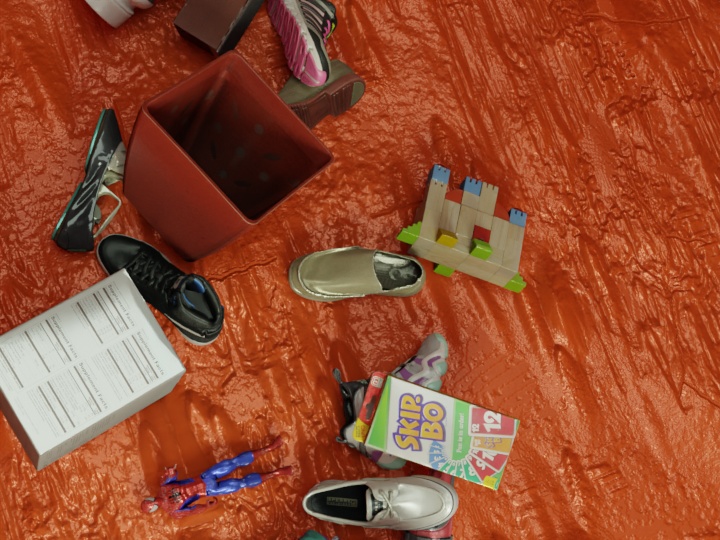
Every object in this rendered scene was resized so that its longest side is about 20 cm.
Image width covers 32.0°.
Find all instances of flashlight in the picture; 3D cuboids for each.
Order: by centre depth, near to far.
[{"bbox_3d":[0.098,0.276,1.657,0.068,0.068,0.201,6,94,-11],"label":"flashlight"}]

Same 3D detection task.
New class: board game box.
[{"bbox_3d":[0.096,0.205,1.618,0.199,0.030,0.096,19,88,0],"label":"board game box"}]

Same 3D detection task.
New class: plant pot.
[{"bbox_3d":[-0.193,-0.128,1.633,0.200,0.176,0.200,47,43,0],"label":"plant pot"}]

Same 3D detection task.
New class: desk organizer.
[{"bbox_3d":[-0.174,-0.399,1.756,0.077,0.072,0.200,32,87,3],"label":"desk organizer"}]

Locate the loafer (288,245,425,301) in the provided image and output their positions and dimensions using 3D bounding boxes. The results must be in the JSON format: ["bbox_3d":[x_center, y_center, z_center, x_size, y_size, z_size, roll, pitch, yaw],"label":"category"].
[{"bbox_3d":[0.000,0.000,1.732,0.199,0.068,0.076,-3,76,-17],"label":"loafer"}]

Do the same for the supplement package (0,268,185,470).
[{"bbox_3d":[-0.346,0.124,1.551,0.200,0.152,0.151,-30,85,-21],"label":"supplement package"}]

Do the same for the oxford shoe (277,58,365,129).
[{"bbox_3d":[-0.093,-0.236,1.782,0.200,0.071,0.075,-27,58,-20],"label":"oxford shoe"}]

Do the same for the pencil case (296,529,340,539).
[{"bbox_3d":[-0.098,0.417,1.580,0.200,0.085,0.092,-41,62,-21],"label":"pencil case"}]

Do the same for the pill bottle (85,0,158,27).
[{"bbox_3d":[-0.289,-0.430,1.707,0.200,0.114,0.114,-40,88,7],"label":"pill bottle"}]

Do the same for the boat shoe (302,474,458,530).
[{"bbox_3d":[0.023,0.297,1.612,0.199,0.066,0.072,3,88,15],"label":"boat shoe"}]

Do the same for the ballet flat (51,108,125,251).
[{"bbox_3d":[-0.343,-0.114,1.664,0.073,0.073,0.201,21,77,-10],"label":"ballet flat"}]

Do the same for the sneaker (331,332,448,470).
[{"bbox_3d":[0.029,0.153,1.694,0.140,0.078,0.200,27,69,-9],"label":"sneaker"}]

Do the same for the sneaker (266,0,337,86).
[{"bbox_3d":[-0.066,-0.340,1.782,0.087,0.074,0.200,-5,50,-23],"label":"sneaker"}]

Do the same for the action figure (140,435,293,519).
[{"bbox_3d":[-0.182,0.264,1.595,0.199,0.099,0.065,-19,80,-18],"label":"action figure"}]

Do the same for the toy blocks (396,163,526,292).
[{"bbox_3d":[0.156,-0.069,1.793,0.199,0.100,0.137,20,60,-10],"label":"toy blocks"}]

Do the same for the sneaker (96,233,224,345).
[{"bbox_3d":[-0.252,0.010,1.632,0.200,0.112,0.073,39,67,-3],"label":"sneaker"}]
